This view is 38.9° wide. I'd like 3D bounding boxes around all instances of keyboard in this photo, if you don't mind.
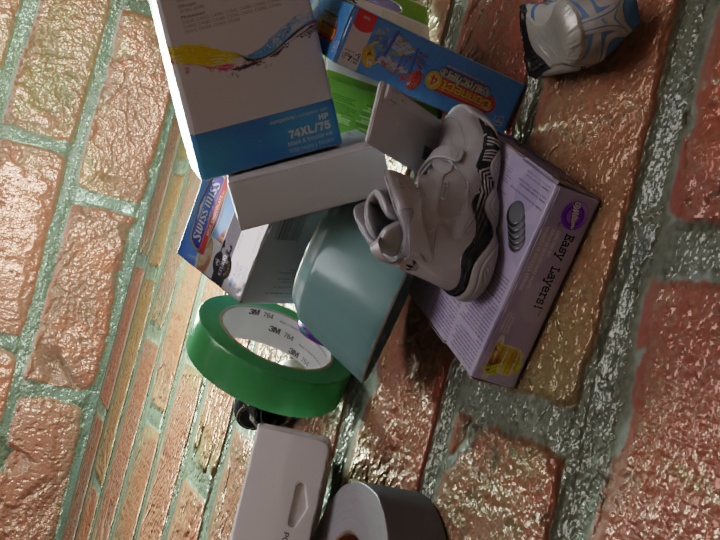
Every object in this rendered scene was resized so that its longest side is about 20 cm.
[{"bbox_3d":[0.066,-0.117,0.970,0.011,0.199,0.057,17,87,36],"label":"keyboard"}]

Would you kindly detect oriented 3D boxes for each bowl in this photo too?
[{"bbox_3d":[0.000,0.000,1.038,0.201,0.104,0.203,25,-90,-83],"label":"bowl"}]

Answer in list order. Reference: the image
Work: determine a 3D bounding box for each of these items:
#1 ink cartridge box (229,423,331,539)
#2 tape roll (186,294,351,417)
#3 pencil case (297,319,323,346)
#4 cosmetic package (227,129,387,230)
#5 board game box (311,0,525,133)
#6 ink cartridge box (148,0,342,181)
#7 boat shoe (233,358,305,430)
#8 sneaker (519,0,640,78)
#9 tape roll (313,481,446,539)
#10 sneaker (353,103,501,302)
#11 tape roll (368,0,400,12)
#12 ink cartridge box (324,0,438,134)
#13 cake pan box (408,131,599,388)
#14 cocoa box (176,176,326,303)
[{"bbox_3d":[-0.084,0.257,1.108,0.200,0.083,0.148,101,-178,-74],"label":"ink cartridge box"},{"bbox_3d":[-0.107,0.099,1.216,0.049,0.198,0.201,-65,23,18],"label":"tape roll"},{"bbox_3d":[-0.005,-0.005,1.189,0.092,0.084,0.203,41,114,49],"label":"pencil case"},{"bbox_3d":[-0.057,-0.096,1.029,0.200,0.148,0.053,-121,15,-76],"label":"cosmetic package"},{"bbox_3d":[0.043,-0.221,1.057,0.057,0.197,0.196,-65,22,13],"label":"board game box"},{"bbox_3d":[-0.120,-0.210,1.010,0.147,0.144,0.203,-142,37,-73],"label":"ink cartridge box"},{"bbox_3d":[-0.119,0.183,1.374,0.199,0.073,0.061,-36,38,46],"label":"boat shoe"},{"bbox_3d":[0.186,-0.210,0.898,0.200,0.071,0.073,-125,25,-78],"label":"sneaker"},{"bbox_3d":[0.009,0.307,0.970,0.200,0.065,0.203,-48,34,48],"label":"tape roll"},{"bbox_3d":[0.060,-0.076,0.897,0.075,0.113,0.203,-45,35,51],"label":"sneaker"},{"bbox_3d":[-0.006,-0.408,1.466,0.200,0.084,0.203,-164,90,-70],"label":"tape roll"},{"bbox_3d":[0.011,-0.255,1.235,0.076,0.146,0.203,128,150,-46],"label":"ink cartridge box"},{"bbox_3d":[0.120,-0.021,0.934,0.187,0.052,0.200,-67,23,15],"label":"cake pan box"},{"bbox_3d":[-0.098,-0.046,1.246,0.131,0.199,0.135,34,108,34],"label":"cocoa box"}]
